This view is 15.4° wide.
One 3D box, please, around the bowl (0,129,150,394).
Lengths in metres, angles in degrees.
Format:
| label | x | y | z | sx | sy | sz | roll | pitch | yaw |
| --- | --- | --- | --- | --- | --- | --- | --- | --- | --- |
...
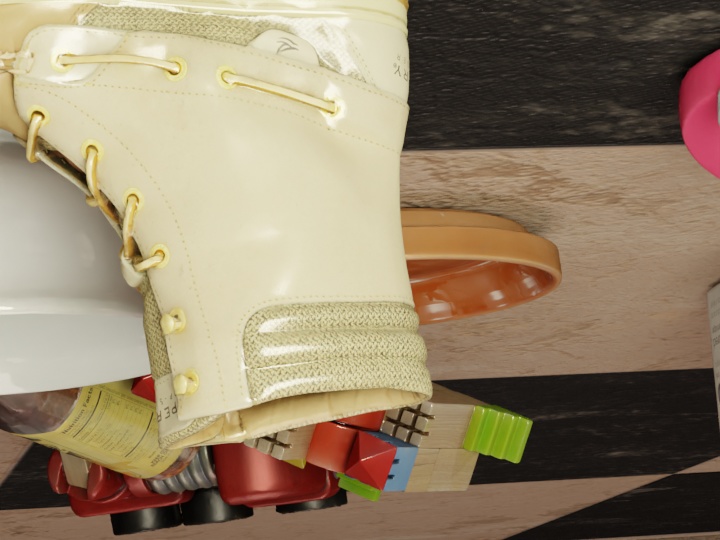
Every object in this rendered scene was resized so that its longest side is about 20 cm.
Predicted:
| label | x | y | z | sx | sy | sz | roll | pitch | yaw |
| --- | --- | --- | --- | --- | --- | --- | --- | --- | --- |
| bowl | -0.160 | -0.007 | 1.076 | 0.201 | 0.090 | 0.201 | -4 | 170 | -1 |

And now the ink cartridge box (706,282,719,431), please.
| label | x | y | z | sx | sy | sz | roll | pitch | yaw |
| --- | --- | --- | --- | --- | --- | --- | --- | --- | --- |
| ink cartridge box | 0.259 | 0.093 | 1.483 | 0.084 | 0.200 | 0.145 | -3 | 169 | -9 |

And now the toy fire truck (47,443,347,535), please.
| label | x | y | z | sx | sy | sz | roll | pitch | yaw |
| --- | --- | --- | --- | --- | --- | --- | --- | --- | --- |
| toy fire truck | -0.116 | 0.097 | 1.624 | 0.176 | 0.129 | 0.200 | -8 | 179 | 18 |

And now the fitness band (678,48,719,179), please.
| label | x | y | z | sx | sy | sz | roll | pitch | yaw |
| --- | --- | --- | --- | --- | --- | --- | --- | --- | --- |
| fitness band | 0.219 | -0.066 | 1.038 | 0.200 | 0.037 | 0.144 | -11 | 162 | 37 |

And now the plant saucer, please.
| label | x | y | z | sx | sy | sz | roll | pitch | yaw |
| --- | --- | --- | --- | --- | --- | --- | --- | --- | --- |
| plant saucer | 0.000 | 0.000 | 1.338 | 0.200 | 0.032 | 0.200 | -5 | 170 | -1 |

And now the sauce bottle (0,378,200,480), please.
| label | x | y | z | sx | sy | sz | roll | pitch | yaw |
| --- | --- | --- | --- | --- | --- | --- | --- | --- | --- |
| sauce bottle | -0.171 | 0.063 | 1.465 | 0.066 | 0.066 | 0.200 | -13 | 152 | 39 |

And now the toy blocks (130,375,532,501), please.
| label | x | y | z | sx | sy | sz | roll | pitch | yaw |
| --- | --- | --- | --- | --- | --- | --- | --- | --- | --- |
| toy blocks | -0.027 | 0.070 | 1.447 | 0.200 | 0.100 | 0.137 | 21 | -174 | 27 |

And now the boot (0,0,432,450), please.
| label | x | y | z | sx | sy | sz | roll | pitch | yaw |
| --- | --- | --- | --- | --- | --- | --- | --- | --- | --- |
| boot | -0.078 | -0.018 | 0.878 | 0.200 | 0.156 | 0.073 | -3 | 169 | -7 |
